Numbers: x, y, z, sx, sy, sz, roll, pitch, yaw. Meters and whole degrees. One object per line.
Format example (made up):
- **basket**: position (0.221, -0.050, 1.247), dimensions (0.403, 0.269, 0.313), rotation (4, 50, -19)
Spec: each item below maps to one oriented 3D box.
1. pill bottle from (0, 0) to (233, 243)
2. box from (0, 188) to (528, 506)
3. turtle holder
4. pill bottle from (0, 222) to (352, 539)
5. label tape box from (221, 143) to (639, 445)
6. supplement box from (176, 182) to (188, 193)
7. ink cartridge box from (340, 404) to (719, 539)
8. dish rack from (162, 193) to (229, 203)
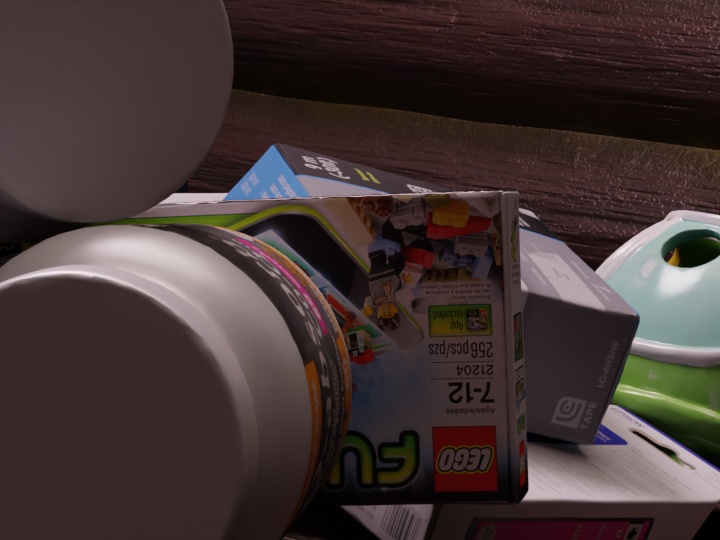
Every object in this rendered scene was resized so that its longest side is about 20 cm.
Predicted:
- **pill bottle**: position (-0.128, -0.069, 0.679), dimensions (0.115, 0.117, 0.199), rotation (7, 1, -32)
- **box**: position (-0.040, 0.029, 0.741), dimensions (0.198, 0.111, 0.035), rotation (-3, 1, 12)
- **turtle holder**: position (0.160, 0.044, 1.015), dimensions (0.140, 0.133, 0.185), rotation (20, -6, -25)
- **pill bottle**: position (-0.066, 0.044, 0.622), dimensions (0.115, 0.118, 0.200), rotation (8, 3, 4)
- **label tape box**: position (0.000, 0.000, 0.875), dimensions (0.198, 0.067, 0.143), rotation (16, 15, -19)
- **supplement box**: position (-0.242, -0.016, 1.211), dimensions (0.198, 0.136, 0.199), rotation (9, 3, 30)
- **ink cartridge box**: position (0.069, 0.085, 0.845), dimensions (0.199, 0.037, 0.095), rotation (4, 21, -42)
- **dish rack**: position (-0.099, 0.008, 1.041), dimensions (0.170, 0.044, 0.200), rotation (1, 31, 11)
